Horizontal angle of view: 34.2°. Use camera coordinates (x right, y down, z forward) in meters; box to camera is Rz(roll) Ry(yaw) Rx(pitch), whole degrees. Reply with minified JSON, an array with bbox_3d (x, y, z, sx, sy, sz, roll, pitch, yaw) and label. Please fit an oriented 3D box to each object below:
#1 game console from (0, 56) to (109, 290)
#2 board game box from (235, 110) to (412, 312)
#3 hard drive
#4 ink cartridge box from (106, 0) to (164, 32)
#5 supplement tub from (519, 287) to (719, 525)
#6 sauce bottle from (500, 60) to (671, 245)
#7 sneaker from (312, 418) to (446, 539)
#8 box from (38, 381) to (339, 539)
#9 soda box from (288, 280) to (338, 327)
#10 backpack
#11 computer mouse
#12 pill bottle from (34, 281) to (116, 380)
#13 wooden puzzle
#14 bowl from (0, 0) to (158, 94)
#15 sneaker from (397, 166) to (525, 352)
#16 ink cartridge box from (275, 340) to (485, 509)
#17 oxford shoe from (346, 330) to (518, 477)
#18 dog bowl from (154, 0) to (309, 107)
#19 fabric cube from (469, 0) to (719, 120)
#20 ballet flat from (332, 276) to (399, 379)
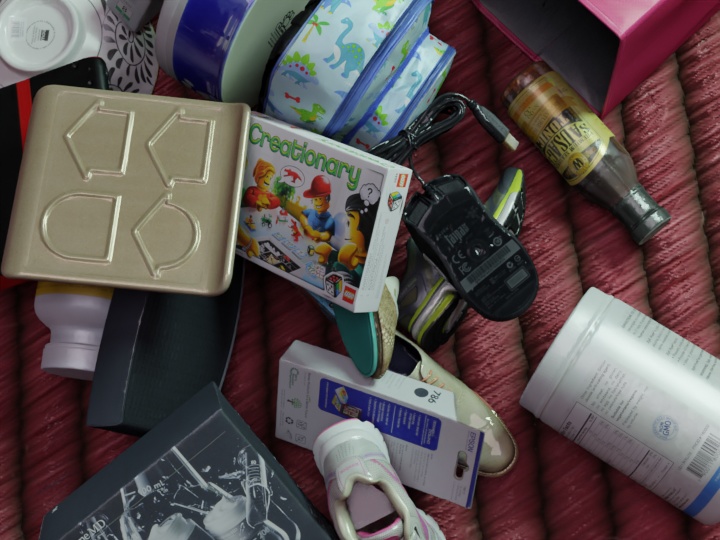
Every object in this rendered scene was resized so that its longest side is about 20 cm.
[{"bbox_3d":[-0.306,-0.090,1.101,0.177,0.031,0.200,-16,71,12],"label":"game console"},{"bbox_3d":[-0.050,-0.056,1.032,0.200,0.035,0.126,24,107,39],"label":"board game box"},{"bbox_3d":[-0.174,0.059,1.094,0.042,0.135,0.200,4,77,42],"label":"hard drive"},{"bbox_3d":[-0.160,-0.333,1.135,0.050,0.200,0.161,43,62,-6],"label":"ink cartridge box"},{"bbox_3d":[0.257,0.118,1.033,0.200,0.132,0.132,33,82,13],"label":"supplement tub"},{"bbox_3d":[0.219,-0.113,1.127,0.066,0.066,0.200,-39,74,-4],"label":"sauce bottle"},{"bbox_3d":[0.020,0.232,1.026,0.081,0.088,0.200,-30,107,7],"label":"sneaker"},{"bbox_3d":[-0.148,0.236,1.028,0.200,0.104,0.182,-39,102,-4],"label":"box"},{"bbox_3d":[-0.068,-0.034,1.140,0.200,0.064,0.068,42,83,15],"label":"soda box"},{"bbox_3d":[0.001,-0.190,1.099,0.147,0.200,0.183,34,81,1],"label":"backpack"},{"bbox_3d":[0.100,-0.059,1.053,0.140,0.046,0.200,-44,93,-10],"label":"computer mouse"},{"bbox_3d":[-0.251,0.002,1.127,0.112,0.112,0.200,5,77,7],"label":"pill bottle"},{"bbox_3d":[-0.202,-0.068,1.034,0.200,0.046,0.186,4,69,1],"label":"wooden puzzle"},{"bbox_3d":[-0.315,-0.227,1.199,0.200,0.094,0.201,-1,76,5],"label":"bowl"},{"bbox_3d":[0.090,-0.024,1.117,0.081,0.074,0.200,32,75,21],"label":"sneaker"},{"bbox_3d":[0.019,0.139,1.064,0.200,0.100,0.039,19,37,16],"label":"ink cartridge box"},{"bbox_3d":[0.061,0.118,1.084,0.200,0.074,0.071,37,82,13],"label":"oxford shoe"},{"bbox_3d":[-0.105,-0.255,1.127,0.079,0.200,0.200,35,82,10],"label":"dog bowl"},{"bbox_3d":[0.236,-0.302,1.104,0.199,0.196,0.200,-43,75,-4],"label":"fabric cube"},{"bbox_3d":[0.000,0.000,1.060,0.065,0.071,0.200,-10,72,-35],"label":"ballet flat"}]
